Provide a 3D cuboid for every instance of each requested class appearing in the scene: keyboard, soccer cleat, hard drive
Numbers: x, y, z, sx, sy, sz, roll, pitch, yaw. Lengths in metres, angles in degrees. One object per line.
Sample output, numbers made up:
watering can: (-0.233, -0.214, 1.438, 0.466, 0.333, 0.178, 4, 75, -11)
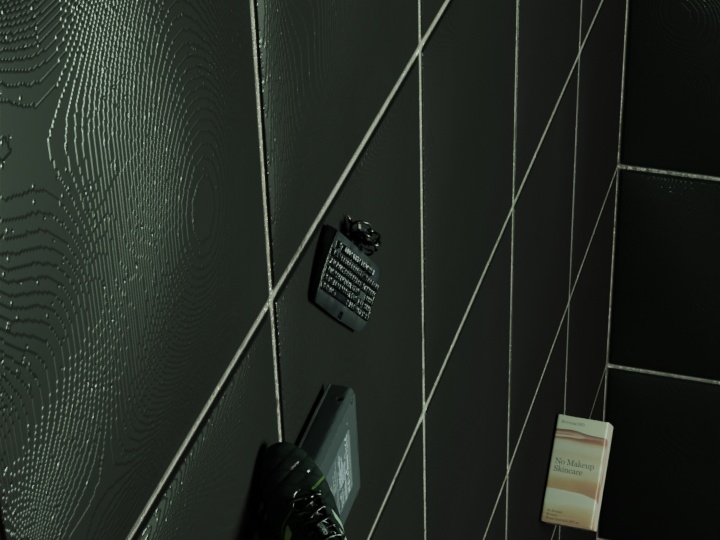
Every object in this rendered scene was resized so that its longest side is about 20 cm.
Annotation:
keyboard: (0.000, 0.000, 1.829, 0.200, 0.039, 0.105, 39, 61, -74)
soccer cleat: (-0.034, 0.244, 1.637, 0.081, 0.067, 0.202, -36, -108, 65)
hard drive: (-0.045, 0.228, 1.790, 0.200, 0.033, 0.140, -64, 157, -50)

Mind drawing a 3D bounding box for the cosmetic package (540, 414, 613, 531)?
cosmetic package: (0.402, 0.375, 3.414, 0.087, 0.102, 0.202, 40, 58, -74)
